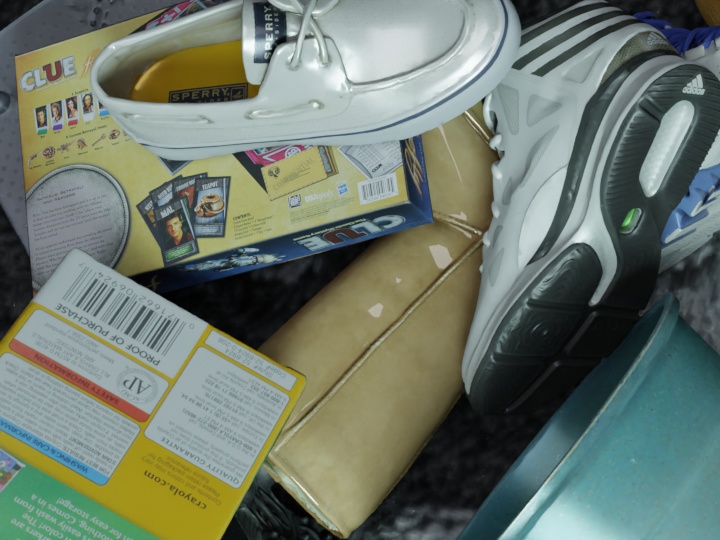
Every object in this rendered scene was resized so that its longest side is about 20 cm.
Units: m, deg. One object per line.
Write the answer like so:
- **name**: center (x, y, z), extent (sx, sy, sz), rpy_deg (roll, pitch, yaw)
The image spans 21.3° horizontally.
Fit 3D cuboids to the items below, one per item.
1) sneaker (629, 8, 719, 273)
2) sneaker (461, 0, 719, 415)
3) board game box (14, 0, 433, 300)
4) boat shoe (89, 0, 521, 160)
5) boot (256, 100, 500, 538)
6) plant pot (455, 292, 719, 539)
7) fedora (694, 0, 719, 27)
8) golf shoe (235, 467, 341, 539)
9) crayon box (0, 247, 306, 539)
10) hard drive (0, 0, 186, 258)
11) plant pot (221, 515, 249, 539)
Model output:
- **sneaker**: center (0.151, -0.089, 0.906), extent (0.080, 0.200, 0.115), rpy_deg (-25, 72, -39)
- **sneaker**: center (0.087, -0.036, 0.902), extent (0.115, 0.075, 0.201), rpy_deg (53, 127, 43)
- **board game box**: center (-0.070, -0.066, 0.929), extent (0.199, 0.035, 0.136), rpy_deg (-14, 70, 19)
- **boat shoe**: center (-0.029, -0.097, 0.862), extent (0.199, 0.070, 0.071), rpy_deg (-7, 72, 22)
- **boot**: center (0.000, 0.000, 0.938), extent (0.175, 0.066, 0.200), rpy_deg (45, 79, -1)
- **plant pot**: center (0.156, 0.148, 0.877), extent (0.196, 0.200, 0.200), rpy_deg (38, 92, 3)
- **fedora**: center (0.246, -0.183, 0.923), extent (0.200, 0.082, 0.202), rpy_deg (-2, 87, 40)
- **golf shoe**: center (-0.062, 0.153, 0.973), extent (0.094, 0.078, 0.201), rpy_deg (-33, 78, 23)
- **crayon box**: center (-0.119, 0.093, 0.815), extent (0.125, 0.200, 0.052), rpy_deg (29, 133, 1)
- **hard drive**: center (-0.109, -0.097, 1.010), extent (0.200, 0.042, 0.135), rpy_deg (-31, 81, 5)
- **plant pot**: center (-0.170, 0.181, 0.894), extent (0.200, 0.177, 0.200), rpy_deg (-36, 80, 29)
